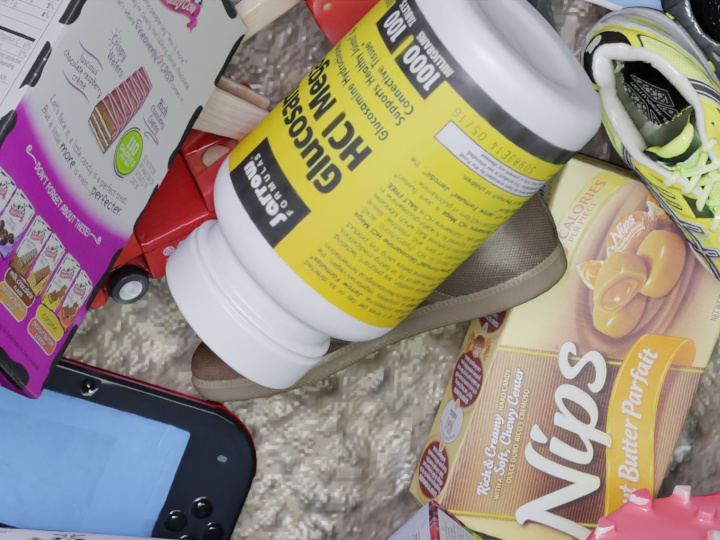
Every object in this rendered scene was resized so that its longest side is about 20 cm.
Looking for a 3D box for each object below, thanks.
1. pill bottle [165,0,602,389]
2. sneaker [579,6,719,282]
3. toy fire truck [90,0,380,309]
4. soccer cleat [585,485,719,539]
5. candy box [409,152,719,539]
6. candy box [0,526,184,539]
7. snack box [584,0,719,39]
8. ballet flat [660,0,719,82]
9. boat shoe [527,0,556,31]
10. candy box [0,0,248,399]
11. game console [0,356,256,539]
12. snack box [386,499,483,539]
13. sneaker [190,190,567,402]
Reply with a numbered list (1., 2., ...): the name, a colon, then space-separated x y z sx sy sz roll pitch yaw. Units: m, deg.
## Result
1. pill bottle: 0.006 -0.041 1.263 0.112 0.113 0.200 39 110 -20
2. sneaker: 0.172 -0.040 1.337 0.200 0.076 0.075 47 110 7
3. toy fire truck: -0.068 -0.073 1.314 0.199 0.049 0.141 -25 142 -6
4. soccer cleat: 0.184 0.145 1.426 0.199 0.066 0.077 -21 129 -43
5. candy box: 0.115 0.046 1.423 0.115 0.055 0.201 17 100 -18
6. candy box: -0.127 0.233 1.361 0.166 0.072 0.202 3 110 4
7. snack box: 0.138 -0.166 1.391 0.199 0.024 0.072 18 100 -18
8. ballet flat: 0.182 -0.167 1.358 0.066 0.057 0.202 -10 106 -12
9. boat shoe: 0.057 -0.150 1.324 0.074 0.065 0.203 -31 134 -33
10. candy box: -0.136 -0.064 1.185 0.201 0.061 0.137 -61 155 -16
11. game console: -0.166 0.127 1.387 0.199 0.031 0.178 18 99 -17
12. snack box: 0.019 0.233 1.422 0.142 0.053 0.200 41 109 -18
13. sneaker: 0.000 0.000 1.364 0.199 0.070 0.076 -20 105 9
